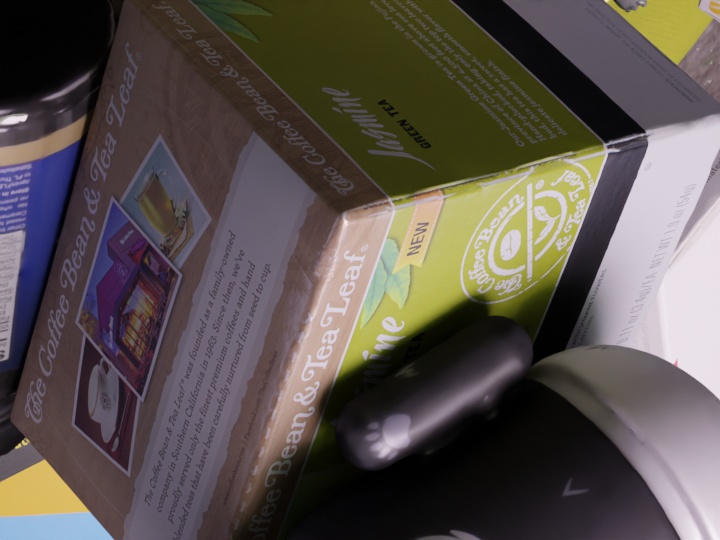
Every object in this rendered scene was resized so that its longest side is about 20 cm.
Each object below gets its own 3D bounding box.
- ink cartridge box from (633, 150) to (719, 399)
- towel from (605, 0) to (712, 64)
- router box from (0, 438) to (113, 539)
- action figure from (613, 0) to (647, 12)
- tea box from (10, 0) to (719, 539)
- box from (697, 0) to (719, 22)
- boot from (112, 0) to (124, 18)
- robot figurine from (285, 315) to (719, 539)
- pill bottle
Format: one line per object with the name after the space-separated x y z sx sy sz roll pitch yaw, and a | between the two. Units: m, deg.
0.074 -0.030 1.250 0.083 0.199 0.147 -49 152 -21 | ink cartridge box
0.168 -0.171 1.377 0.086 0.018 0.201 9 122 -48 | towel
-0.086 0.081 1.264 0.199 0.051 0.150 -23 121 -1 | router box
0.082 -0.116 1.285 0.055 0.118 0.200 -54 144 -21 | action figure
0.000 0.000 1.083 0.196 0.134 0.201 -15 138 -38 | tea box
0.223 -0.166 1.257 0.113 0.101 0.200 -54 168 -14 | box
-0.051 -0.159 1.073 0.155 0.073 0.200 -31 142 21 | boot
0.051 0.110 1.027 0.199 0.125 0.151 -33 153 -18 | robot figurine
-0.154 -0.022 1.105 0.111 0.112 0.201 -21 143 -30 | pill bottle
